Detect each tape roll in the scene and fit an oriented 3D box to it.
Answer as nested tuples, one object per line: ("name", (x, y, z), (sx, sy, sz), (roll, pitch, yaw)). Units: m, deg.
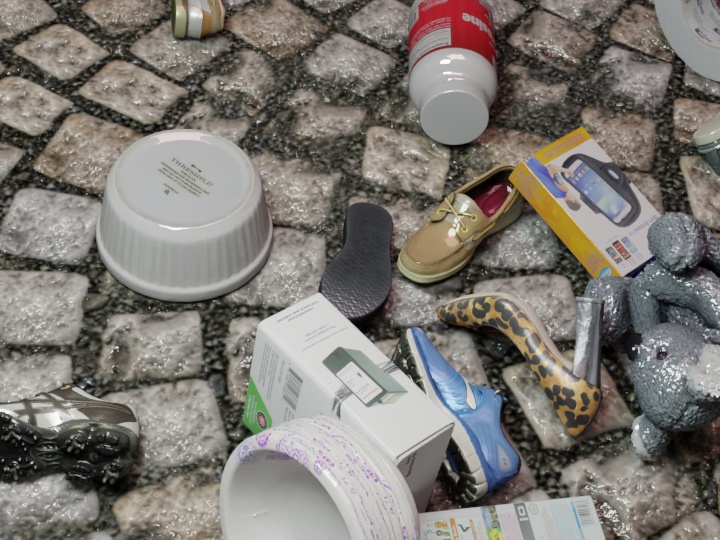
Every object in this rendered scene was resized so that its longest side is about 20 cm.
("tape roll", (0.476, -0.349, 1.822), (0.066, 0.202, 0.200), (-30, 57, -29))

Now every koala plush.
("koala plush", (0.332, 0.084, 1.436), (0.182, 0.178, 0.201), (29, 43, -12))

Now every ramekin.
("ramekin", (-0.195, -0.069, 1.562), (0.199, 0.095, 0.204), (3, 47, -3))

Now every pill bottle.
("pill bottle", (0.114, -0.256, 1.756), (0.110, 0.113, 0.202), (4, 48, -3))

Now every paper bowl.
("paper bowl", (-0.026, 0.225, 1.240), (0.104, 0.202, 0.200), (-20, 51, -41))

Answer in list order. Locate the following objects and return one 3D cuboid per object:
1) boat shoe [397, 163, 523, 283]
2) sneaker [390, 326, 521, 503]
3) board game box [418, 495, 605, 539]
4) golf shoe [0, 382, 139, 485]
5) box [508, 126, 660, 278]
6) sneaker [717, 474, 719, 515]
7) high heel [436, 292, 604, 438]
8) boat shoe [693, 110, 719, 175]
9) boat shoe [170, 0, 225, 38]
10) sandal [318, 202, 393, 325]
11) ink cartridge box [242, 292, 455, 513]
("boat shoe", (0.115, -0.060, 1.607), (0.074, 0.067, 0.200), (33, 52, 23))
("sneaker", (0.096, 0.140, 1.428), (0.088, 0.079, 0.201), (-11, 55, -30))
("board game box", (0.133, 0.293, 1.289), (0.197, 0.065, 0.149), (-3, 47, -11))
("golf shoe", (-0.311, 0.154, 1.371), (0.197, 0.079, 0.095), (10, 30, 0))
("box", (0.275, -0.063, 1.611), (0.118, 0.042, 0.200), (-29, 71, -37))
("sneaker", (0.416, 0.180, 1.418), (0.087, 0.076, 0.201), (20, 51, 6))
("high heel", (0.161, 0.098, 1.486), (0.198, 0.071, 0.145), (2, 84, 32))
("boat shoe", (0.490, -0.182, 1.782), (0.199, 0.072, 0.062), (-34, 102, -39))
("boat shoe", (-0.217, -0.383, 1.868), (0.067, 0.075, 0.202), (2, 54, -13))
("sandal", (0.001, 0.000, 1.564), (0.075, 0.043, 0.201), (18, 38, 1))
("ink cartridge box", (-0.016, 0.146, 1.348), (0.083, 0.147, 0.200), (-26, 55, -36))
